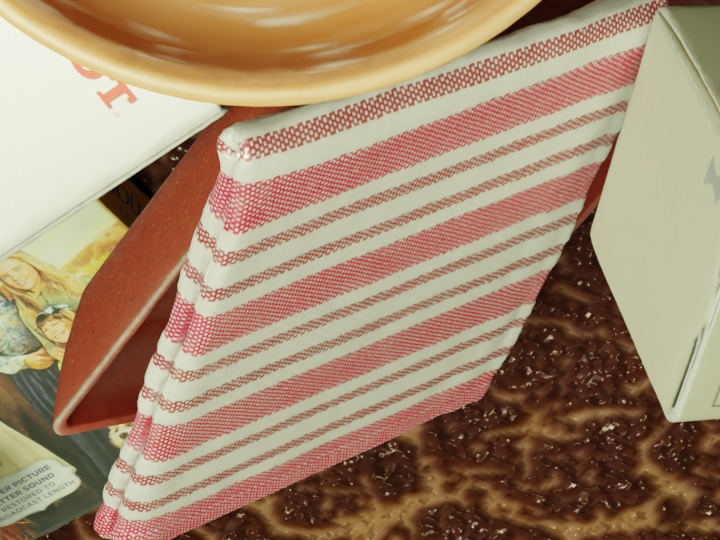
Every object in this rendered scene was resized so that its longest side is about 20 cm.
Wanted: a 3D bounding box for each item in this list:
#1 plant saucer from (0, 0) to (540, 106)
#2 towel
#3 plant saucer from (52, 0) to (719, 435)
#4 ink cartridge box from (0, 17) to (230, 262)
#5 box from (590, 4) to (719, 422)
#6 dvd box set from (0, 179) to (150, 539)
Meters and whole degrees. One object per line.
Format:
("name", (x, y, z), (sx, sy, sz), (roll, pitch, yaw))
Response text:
("plant saucer", (-0.024, -0.140, 0.603), (0.200, 0.037, 0.200), (0, 100, 0))
("towel", (0.000, 0.000, 0.736), (0.146, 0.030, 0.200), (-22, 152, -31))
("plant saucer", (0.017, -0.037, 0.764), (0.199, 0.037, 0.200), (-9, 147, -49))
("ink cartridge box", (-0.149, -0.064, 0.706), (0.200, 0.086, 0.146), (-32, 108, 20))
("box", (0.176, -0.020, 0.715), (0.200, 0.078, 0.095), (-2, 135, -17))
("dvd box set", (-0.132, 0.011, 0.848), (0.146, 0.029, 0.200), (-28, 132, 18))
